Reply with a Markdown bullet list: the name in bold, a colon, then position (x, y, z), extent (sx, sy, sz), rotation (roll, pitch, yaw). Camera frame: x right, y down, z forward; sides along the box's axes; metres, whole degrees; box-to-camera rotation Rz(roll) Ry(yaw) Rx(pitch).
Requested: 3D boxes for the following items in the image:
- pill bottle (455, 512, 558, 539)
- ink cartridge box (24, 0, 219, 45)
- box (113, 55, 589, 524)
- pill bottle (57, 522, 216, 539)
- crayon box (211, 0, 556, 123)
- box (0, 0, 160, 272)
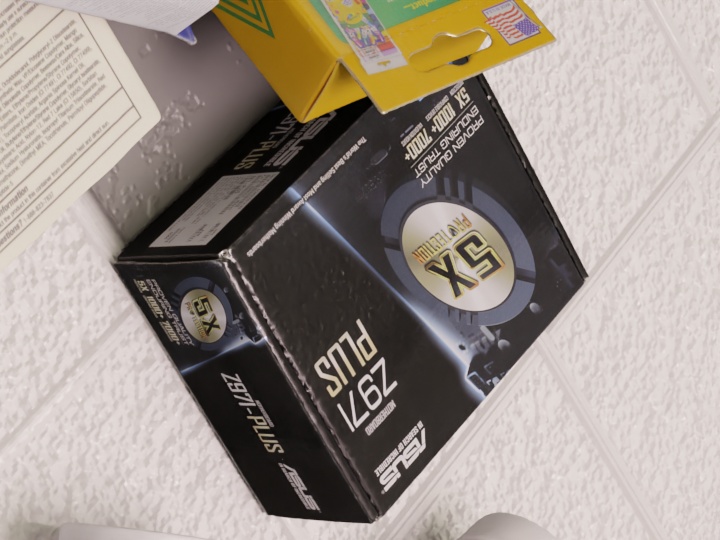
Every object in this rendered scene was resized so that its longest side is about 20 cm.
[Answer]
- **pill bottle**: position (0.030, 0.214, 1.378), extent (0.200, 0.110, 0.111), rotation (-42, 116, -35)
- **ink cartridge box**: position (-0.125, -0.203, 1.197), extent (0.201, 0.040, 0.200), rotation (69, 16, 7)
- **box**: position (0.000, 0.000, 1.373), extent (0.200, 0.086, 0.164), rotation (-46, 118, -33)
- **pill bottle**: position (-0.103, 0.221, 1.254), extent (0.114, 0.114, 0.201), rotation (14, 79, -41)
- **crayon box**: position (-0.016, -0.152, 1.318), extent (0.125, 0.052, 0.200), rotation (-24, 69, -40)
- **box**: position (-0.201, -0.106, 1.177), extent (0.128, 0.109, 0.201), rotation (-46, 118, -33)
